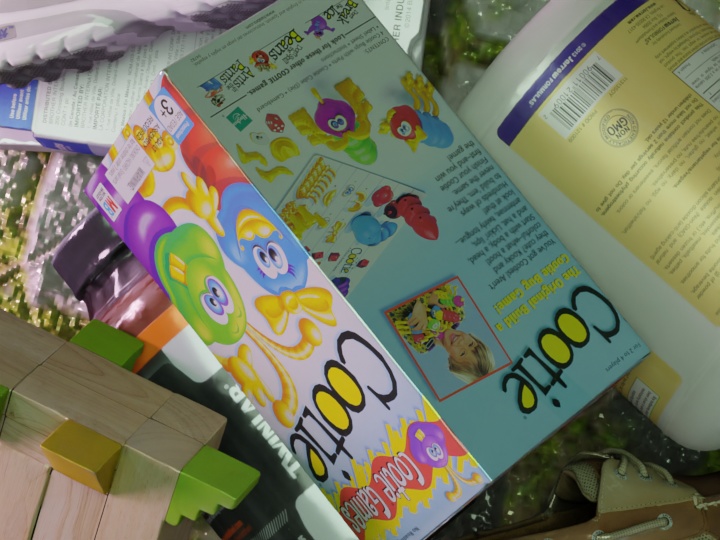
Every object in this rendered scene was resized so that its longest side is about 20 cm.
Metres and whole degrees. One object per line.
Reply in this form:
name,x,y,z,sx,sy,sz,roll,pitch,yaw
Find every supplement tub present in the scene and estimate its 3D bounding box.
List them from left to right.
supplement tub,-0.047,0.051,1.059,0.107,0.107,0.200,-40,85,-2
supplement tub,0.140,-0.016,1.029,0.200,0.145,0.146,42,87,12

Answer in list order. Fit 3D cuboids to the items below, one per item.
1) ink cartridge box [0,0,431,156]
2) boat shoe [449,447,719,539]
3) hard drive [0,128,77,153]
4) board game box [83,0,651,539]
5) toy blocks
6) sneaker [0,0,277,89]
ink cartridge box,-0.070,-0.106,1.082,0.198,0.042,0.120,8,85,0
boat shoe,0.113,0.111,1.042,0.199,0.076,0.072,-23,93,-23
hard drive,-0.104,-0.154,1.120,0.131,0.027,0.202,3,85,2
board game box,0.000,0.000,0.980,0.105,0.103,0.200,-34,82,-35
toy blocks,-0.148,0.094,1.006,0.199,0.100,0.137,25,118,10
sneaker,-0.080,-0.141,1.028,0.199,0.075,0.083,-16,86,0
